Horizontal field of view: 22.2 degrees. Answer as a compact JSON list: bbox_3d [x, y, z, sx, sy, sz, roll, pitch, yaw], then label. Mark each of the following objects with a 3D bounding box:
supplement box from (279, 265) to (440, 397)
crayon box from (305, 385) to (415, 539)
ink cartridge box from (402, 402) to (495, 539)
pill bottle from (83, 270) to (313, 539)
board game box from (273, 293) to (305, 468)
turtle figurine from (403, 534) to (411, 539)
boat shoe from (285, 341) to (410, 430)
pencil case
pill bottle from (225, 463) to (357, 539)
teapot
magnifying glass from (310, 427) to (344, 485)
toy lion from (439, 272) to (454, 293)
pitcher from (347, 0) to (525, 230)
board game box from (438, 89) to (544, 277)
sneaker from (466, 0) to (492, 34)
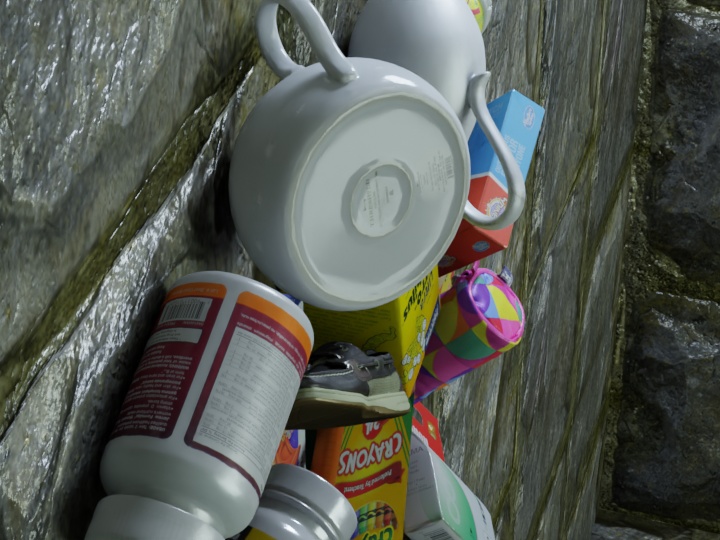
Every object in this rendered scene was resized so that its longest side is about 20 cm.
[{"bbox_3d":[0.000,0.000,1.561,0.201,0.109,0.109,83,23,-50],"label":"supplement box"},{"bbox_3d":[-0.012,0.199,1.678,0.127,0.051,0.201,-15,115,-50],"label":"crayon box"},{"bbox_3d":[0.079,0.198,1.832,0.161,0.050,0.201,49,28,-51],"label":"ink cartridge box"},{"bbox_3d":[-0.109,0.110,1.225,0.110,0.109,0.201,77,28,-57],"label":"pill bottle"},{"bbox_3d":[-0.086,0.136,1.455,0.135,0.044,0.201,-60,156,-52],"label":"board game box"},{"bbox_3d":[0.041,0.251,1.857,0.200,0.064,0.162,89,-15,-56],"label":"turtle figurine"},{"bbox_3d":[-0.023,0.090,1.462,0.200,0.073,0.065,16,60,-68],"label":"boat shoe"},{"bbox_3d":[0.064,0.068,1.725,0.200,0.088,0.088,-36,-167,34],"label":"pencil case"},{"bbox_3d":[-0.085,0.242,1.336,0.200,0.111,0.112,-55,154,-32],"label":"pill bottle"},{"bbox_3d":[-0.026,-0.077,1.360,0.197,0.146,0.201,26,94,-42],"label":"teapot"},{"bbox_3d":[-0.038,0.207,1.496,0.022,0.079,0.201,31,53,-28],"label":"magnifying glass"},{"bbox_3d":[0.068,0.016,1.948,0.200,0.068,0.193,-57,161,-56],"label":"toy lion"},{"bbox_3d":[0.069,-0.136,1.586,0.121,0.171,0.201,-12,105,-55],"label":"pitcher"},{"bbox_3d":[0.082,-0.067,1.721,0.200,0.040,0.154,-26,-140,53],"label":"board game box"},{"bbox_3d":[0.067,-0.259,1.727,0.091,0.078,0.200,-64,155,-22],"label":"sneaker"}]
